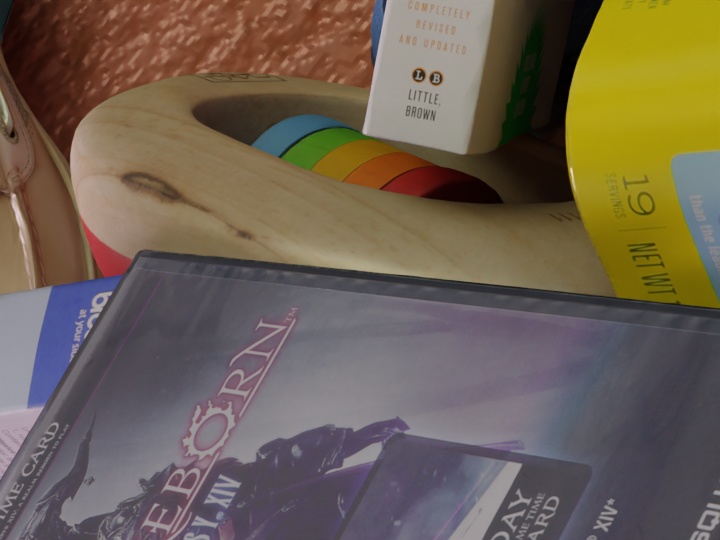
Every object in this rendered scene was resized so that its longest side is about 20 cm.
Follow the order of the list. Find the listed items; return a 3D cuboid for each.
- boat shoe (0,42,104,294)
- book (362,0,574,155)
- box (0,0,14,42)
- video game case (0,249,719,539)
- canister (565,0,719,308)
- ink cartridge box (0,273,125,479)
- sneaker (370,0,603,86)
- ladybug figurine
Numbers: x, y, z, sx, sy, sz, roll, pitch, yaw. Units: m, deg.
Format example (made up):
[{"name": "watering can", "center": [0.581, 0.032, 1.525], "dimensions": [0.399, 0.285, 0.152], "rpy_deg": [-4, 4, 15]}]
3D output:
[{"name": "boat shoe", "center": [-0.130, -0.040, 0.833], "dimensions": [0.072, 0.065, 0.201], "rpy_deg": [-21, 75, 19]}, {"name": "book", "center": [0.039, -0.132, 0.688], "dimensions": [0.048, 0.134, 0.201], "rpy_deg": [12, 98, 8]}, {"name": "box", "center": [-0.202, -0.111, 0.971], "dimensions": [0.200, 0.049, 0.082], "rpy_deg": [0, 61, 32]}, {"name": "video game case", "center": [-0.012, 0.064, 0.517], "dimensions": [0.200, 0.019, 0.143], "rpy_deg": [7, 60, 49]}, {"name": "canister", "center": [0.160, -0.011, 0.616], "dimensions": [0.200, 0.149, 0.087], "rpy_deg": [-5, 43, 32]}, {"name": "ink cartridge box", "center": [-0.082, 0.053, 0.692], "dimensions": [0.200, 0.119, 0.042], "rpy_deg": [-7, 55, 27]}, {"name": "sneaker", "center": [0.072, -0.129, 0.792], "dimensions": [0.200, 0.082, 0.074], "rpy_deg": [-45, 50, 0]}, {"name": "ladybug figurine", "center": [0.000, 0.000, 0.734], "dimensions": [0.200, 0.135, 0.072], "rpy_deg": [27, 115, 51]}]
